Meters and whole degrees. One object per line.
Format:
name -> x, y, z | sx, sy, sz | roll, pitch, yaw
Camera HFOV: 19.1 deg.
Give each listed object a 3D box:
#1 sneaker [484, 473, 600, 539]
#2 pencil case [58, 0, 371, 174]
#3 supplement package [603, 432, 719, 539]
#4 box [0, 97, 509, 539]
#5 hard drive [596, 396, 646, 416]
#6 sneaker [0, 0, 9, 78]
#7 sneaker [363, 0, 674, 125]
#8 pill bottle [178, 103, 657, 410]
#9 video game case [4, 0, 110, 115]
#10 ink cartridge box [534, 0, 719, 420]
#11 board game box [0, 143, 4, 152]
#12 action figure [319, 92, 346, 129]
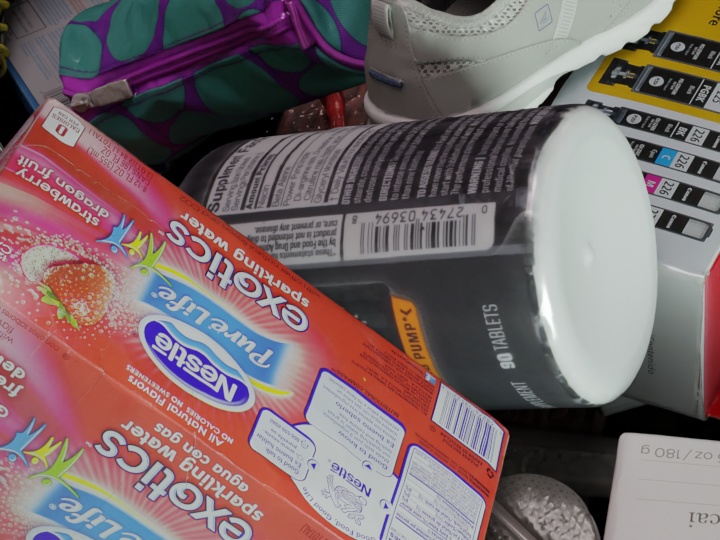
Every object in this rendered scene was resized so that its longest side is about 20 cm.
sneaker -> 0.048, 0.176, 0.733 | 0.070, 0.080, 0.202 | 11, 69, 19
pencil case -> -0.054, -0.102, 0.939 | 0.092, 0.086, 0.199 | -31, 9, -37
supplement package -> 0.130, 0.170, 0.685 | 0.120, 0.120, 0.201 | 4, 47, 13
box -> -0.060, 0.053, 0.700 | 0.199, 0.096, 0.100 | 36, 35, -12
hard drive -> 0.177, -0.016, 0.925 | 0.198, 0.026, 0.132 | -15, 45, -5
sneaker -> -0.200, -0.126, 1.062 | 0.084, 0.075, 0.201 | 31, 79, 22
sneaker -> 0.074, -0.125, 0.856 | 0.074, 0.082, 0.200 | 21, 52, 31
pill bottle -> 0.000, 0.000, 0.785 | 0.199, 0.107, 0.107 | -4, 42, 31
video game case -> -0.085, -0.132, 1.093 | 0.199, 0.018, 0.143 | -25, 46, -14
ink cartridge box -> 0.139, -0.044, 0.882 | 0.174, 0.084, 0.200 | 16, 50, 23
board game box -> -0.155, 0.032, 0.886 | 0.104, 0.024, 0.201 | -26, 68, -21
action figure -> 0.001, -0.040, 0.935 | 0.065, 0.099, 0.201 | -7, 48, 5
